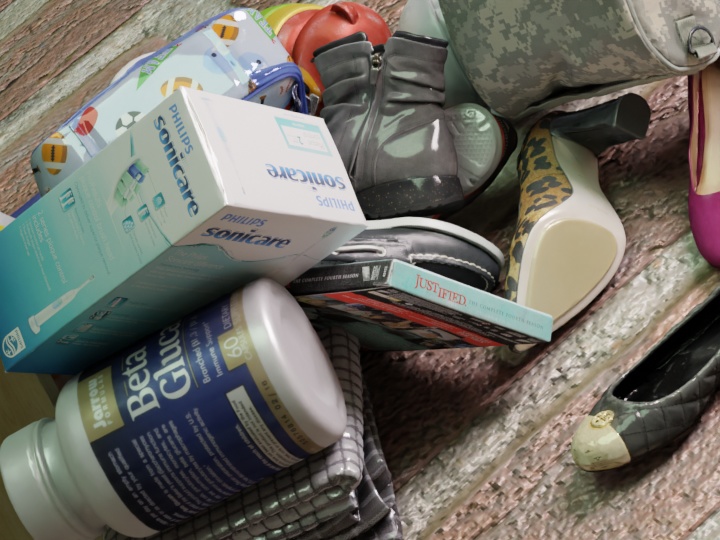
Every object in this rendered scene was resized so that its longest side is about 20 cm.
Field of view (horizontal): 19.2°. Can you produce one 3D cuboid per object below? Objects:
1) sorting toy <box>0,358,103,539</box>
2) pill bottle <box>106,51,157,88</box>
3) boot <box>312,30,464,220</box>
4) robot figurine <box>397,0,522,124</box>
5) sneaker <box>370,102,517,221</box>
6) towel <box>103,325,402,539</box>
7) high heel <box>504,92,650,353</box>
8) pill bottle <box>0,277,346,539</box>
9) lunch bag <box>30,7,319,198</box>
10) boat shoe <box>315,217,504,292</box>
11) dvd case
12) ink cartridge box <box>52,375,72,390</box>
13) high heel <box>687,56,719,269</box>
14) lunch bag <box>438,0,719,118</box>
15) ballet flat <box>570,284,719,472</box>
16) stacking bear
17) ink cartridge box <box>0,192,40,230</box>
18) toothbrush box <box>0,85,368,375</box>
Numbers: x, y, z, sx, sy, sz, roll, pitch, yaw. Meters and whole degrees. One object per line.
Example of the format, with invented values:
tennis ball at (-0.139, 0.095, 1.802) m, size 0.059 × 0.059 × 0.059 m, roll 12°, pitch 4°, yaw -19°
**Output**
sorting toy at (-0.273, 0.128, 1.481) m, size 0.197 × 0.201 × 0.070 m, roll -19°, pitch 19°, yaw 20°
pill bottle at (-0.161, -0.080, 1.600) m, size 0.111 × 0.111 × 0.200 m, roll -52°, pitch 5°, yaw -25°
boot at (-0.021, -0.095, 1.511) m, size 0.198 × 0.133 × 0.070 m, roll -10°, pitch -4°, yaw 19°
robot figurine at (0.112, -0.184, 1.607) m, size 0.199 × 0.113 × 0.170 m, roll -25°, pitch 47°, yaw 11°
sneaker at (0.039, -0.049, 1.558) m, size 0.199 × 0.078 × 0.082 m, roll -32°, pitch -12°, yaw 27°
towel at (-0.071, 0.143, 1.389) m, size 0.199 × 0.086 × 0.166 m, roll -27°, pitch 33°, yaw 12°
high heel at (0.125, -0.025, 1.473) m, size 0.201 × 0.071 × 0.142 m, roll -64°, pitch 18°, yaw -17°
pill bottle at (-0.118, 0.096, 1.307) m, size 0.199 × 0.111 × 0.111 m, roll -28°, pitch 34°, yaw 11°
lunch bag at (-0.120, -0.081, 1.420) m, size 0.199 × 0.161 × 0.076 m, roll -33°, pitch 71°, yaw -11°
boat shoe at (0.000, 0.000, 1.461) m, size 0.198 × 0.076 × 0.061 m, roll 7°, pitch 54°, yaw 0°
dvd case at (0.007, 0.026, 1.392) m, size 0.199 × 0.145 × 0.022 m, roll -7°, pitch 69°, yaw 49°
ink cartridge box at (-0.217, 0.055, 1.571) m, size 0.198 × 0.129 × 0.126 m, roll -12°, pitch 41°, yaw 28°
high heel at (0.236, -0.093, 1.408) m, size 0.067 × 0.096 × 0.201 m, roll -17°, pitch 37°, yaw 23°
lunch bag at (0.147, -0.199, 1.445) m, size 0.139 × 0.169 × 0.199 m, roll -13°, pitch 3°, yaw -39°
ballet flat at (0.200, 0.047, 1.301) m, size 0.200 × 0.057 × 0.066 m, roll -42°, pitch 34°, yaw -12°
stacking bear at (-0.045, -0.157, 1.655) m, size 0.113 × 0.122 × 0.199 m, roll -36°, pitch 13°, yaw -28°
ink cartridge box at (-0.356, 0.031, 1.743) m, size 0.197 × 0.047 × 0.201 m, roll -32°, pitch 31°, yaw 40°
toothbrush box at (-0.119, -0.017, 1.309) m, size 0.199 × 0.146 × 0.086 m, roll -34°, pitch 67°, yaw 29°
